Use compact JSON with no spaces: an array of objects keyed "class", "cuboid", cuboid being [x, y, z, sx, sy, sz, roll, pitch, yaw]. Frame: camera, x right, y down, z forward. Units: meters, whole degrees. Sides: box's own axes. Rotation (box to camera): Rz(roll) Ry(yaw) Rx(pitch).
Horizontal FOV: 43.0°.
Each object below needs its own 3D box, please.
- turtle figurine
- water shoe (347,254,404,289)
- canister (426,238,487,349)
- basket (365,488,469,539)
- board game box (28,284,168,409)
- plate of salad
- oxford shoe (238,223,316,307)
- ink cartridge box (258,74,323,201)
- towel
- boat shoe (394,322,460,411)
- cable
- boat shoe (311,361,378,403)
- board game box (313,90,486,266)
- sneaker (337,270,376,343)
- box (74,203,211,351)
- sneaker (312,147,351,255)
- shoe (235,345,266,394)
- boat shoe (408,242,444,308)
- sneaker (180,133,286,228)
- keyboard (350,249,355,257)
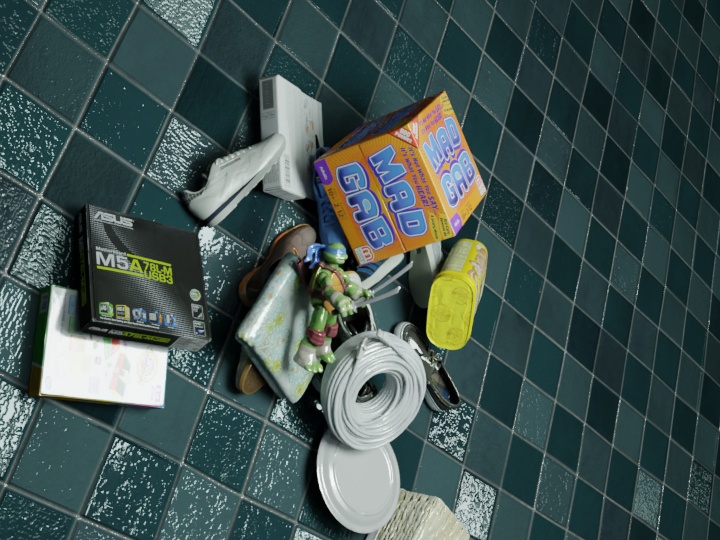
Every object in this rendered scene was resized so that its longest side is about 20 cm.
[{"class":"turtle figurine","cuboid":[-0.020,0.068,1.451,0.196,0.144,0.198,15,108,-17]},{"class":"water shoe","cuboid":[0.000,0.000,1.703,0.079,0.072,0.199,49,46,4]},{"class":"canister","cuboid":[0.192,0.040,1.782,0.200,0.085,0.152,-56,153,-61]},{"class":"basket","cuboid":[0.092,0.511,1.638,0.136,0.122,0.202,50,52,-25]},{"class":"board game box","cuboid":[-0.375,0.116,1.335,0.197,0.040,0.157,15,72,-40]},{"class":"plate of salad","cuboid":[-0.007,0.362,1.621,0.197,0.048,0.205,21,59,-37]},{"class":"oxford shoe","cuboid":[-0.125,-0.011,1.571,0.072,0.072,0.201,52,51,-21]},{"class":"ink cartridge box","cuboid":[-0.120,-0.227,1.641,0.173,0.043,0.205,17,69,-66]},{"class":"towel","cuboid":[-0.116,0.097,1.506,0.173,0.047,0.202,-61,143,-29]},{"class":"boat shoe","cuboid":[0.134,0.185,1.776,0.069,0.056,0.202,-43,112,-38]},{"class":"cable","cuboid":[0.020,0.205,1.569,0.199,0.069,0.202,33,92,-38]},{"class":"boat shoe","cuboid":[-0.003,0.223,1.637,0.199,0.056,0.070,36,32,-31]},{"class":"board game box","cuboid":[0.074,-0.161,1.601,0.203,0.197,0.200,64,32,-15]},{"class":"sneaker","cuboid":[-0.010,0.100,1.608,0.088,0.074,0.202,-112,-177,-47]},{"class":"box","cuboid":[-0.323,0.013,1.360,0.197,0.047,0.197,16,53,-40]},{"class":"sneaker","cuboid":[-0.058,-0.120,1.627,0.078,0.065,0.205,24,59,-63]},{"class":"shoe","cuboid":[-0.160,0.117,1.535,0.202,0.052,0.070,-61,145,-27]},{"class":"boat shoe","cuboid":[0.138,-0.027,1.823,0.070,0.069,0.206,4,78,-40]},{"class":"sneaker","cuboid":[-0.203,-0.163,1.499,0.081,0.076,0.200,45,75,-7]},{"class":"keyboard","cuboid":[0.014,-0.095,1.725,0.128,0.021,0.200,49,40,0]}]
